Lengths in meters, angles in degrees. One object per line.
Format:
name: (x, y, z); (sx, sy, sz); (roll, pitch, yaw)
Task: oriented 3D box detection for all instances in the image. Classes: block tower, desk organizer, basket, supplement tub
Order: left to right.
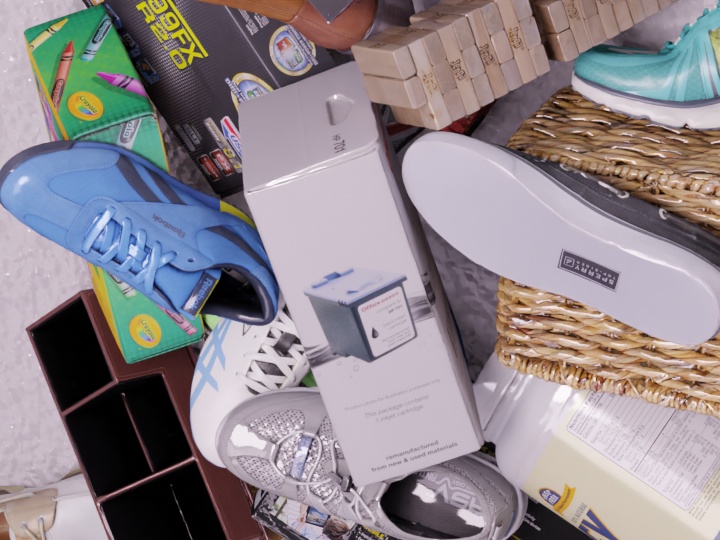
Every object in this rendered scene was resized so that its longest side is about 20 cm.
desk organizer: (-0.146, 0.109, 1.881); (0.072, 0.077, 0.200); (-31, 77, 39)
block tower: (0.095, -0.143, 1.575); (0.058, 0.200, 0.054); (18, 132, 61)
supplement tub: (0.173, 0.098, 1.699); (0.200, 0.145, 0.145); (34, 128, 8)
basket: (0.189, -0.014, 1.620); (0.199, 0.143, 0.149); (10, 117, 20)

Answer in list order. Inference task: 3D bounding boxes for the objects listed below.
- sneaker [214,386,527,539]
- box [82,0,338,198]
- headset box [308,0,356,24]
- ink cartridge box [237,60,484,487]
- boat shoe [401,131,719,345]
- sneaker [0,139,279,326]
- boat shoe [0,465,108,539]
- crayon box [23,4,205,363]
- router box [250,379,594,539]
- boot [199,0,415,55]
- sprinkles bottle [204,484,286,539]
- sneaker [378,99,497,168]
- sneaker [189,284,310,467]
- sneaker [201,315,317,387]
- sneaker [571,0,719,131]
sneaker: (0.005, 0.122, 1.721); (0.199, 0.082, 0.075); (13, 98, 6)
box: (-0.096, -0.149, 1.729); (0.200, 0.044, 0.160); (56, 153, -10)
headset box: (-0.014, -0.241, 1.567); (0.149, 0.200, 0.075); (46, 128, -3)
ink cartridge box: (0.000, 0.000, 1.619); (0.086, 0.147, 0.200); (-20, 114, 5)
boat shoe: (0.118, -0.024, 1.531); (0.200, 0.057, 0.069); (28, 130, 11)
sneaker: (-0.129, -0.018, 1.685); (0.200, 0.079, 0.066); (23, 119, -36)
boat shoe: (-0.227, 0.191, 2.025); (0.200, 0.068, 0.075); (-14, 110, 34)
crayon box: (-0.157, -0.053, 1.778); (0.058, 0.119, 0.200); (-18, 135, -10)
router box: (0.052, 0.149, 1.796); (0.200, 0.051, 0.149); (34, 99, -6)
boot: (-0.080, -0.207, 1.595); (0.068, 0.200, 0.189); (-42, 54, 33)
sprinkles bottle: (-0.121, 0.222, 1.984); (0.068, 0.068, 0.200); (40, 129, 3)
sneaker: (0.049, -0.127, 1.678); (0.082, 0.078, 0.200); (42, 129, 2)
sneaker: (-0.049, 0.035, 1.771); (0.072, 0.072, 0.200); (29, 89, -10)
sneaker: (-0.033, 0.071, 1.857); (0.200, 0.077, 0.084); (47, 157, -7)
sneaker: (0.219, -0.128, 1.586); (0.199, 0.078, 0.080); (-3, 111, 14)
